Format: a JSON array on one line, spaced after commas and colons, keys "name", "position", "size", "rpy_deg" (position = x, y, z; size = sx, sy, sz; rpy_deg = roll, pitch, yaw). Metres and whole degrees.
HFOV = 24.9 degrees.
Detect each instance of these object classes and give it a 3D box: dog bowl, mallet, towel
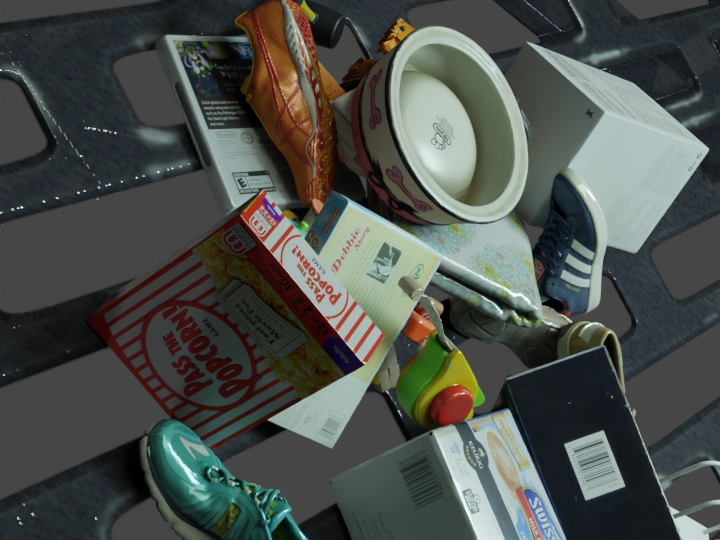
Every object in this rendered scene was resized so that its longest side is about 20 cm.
[{"name": "dog bowl", "position": [0.073, -0.133, 1.590], "size": [0.200, 0.074, 0.201], "rpy_deg": [19, 63, -41]}, {"name": "mallet", "position": [-0.071, -0.268, 1.607], "size": [0.041, 0.066, 0.200], "rpy_deg": [-68, 162, -2]}, {"name": "towel", "position": [0.093, -0.035, 1.664], "size": [0.199, 0.048, 0.172], "rpy_deg": [27, 33, -19]}]

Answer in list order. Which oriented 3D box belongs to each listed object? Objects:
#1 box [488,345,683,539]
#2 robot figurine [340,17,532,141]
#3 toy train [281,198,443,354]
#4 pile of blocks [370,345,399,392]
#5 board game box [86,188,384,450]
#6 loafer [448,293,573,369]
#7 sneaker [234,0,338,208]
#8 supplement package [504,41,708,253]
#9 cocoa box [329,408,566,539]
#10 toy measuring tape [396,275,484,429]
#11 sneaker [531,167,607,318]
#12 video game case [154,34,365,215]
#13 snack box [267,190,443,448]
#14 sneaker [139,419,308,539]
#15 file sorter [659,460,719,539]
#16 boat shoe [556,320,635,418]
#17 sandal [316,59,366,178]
[{"name": "box", "position": [0.209, 0.196, 1.555], "size": [0.104, 0.182, 0.201], "rpy_deg": [-18, 76, -7]}, {"name": "robot figurine", "position": [0.082, -0.165, 1.718], "size": [0.200, 0.145, 0.058], "rpy_deg": [40, 46, -10]}, {"name": "toy train", "position": [0.000, 0.000, 1.508], "size": [0.200, 0.056, 0.150], "rpy_deg": [32, 9, -32]}, {"name": "pile of blocks", "position": [-0.047, 0.063, 1.481], "size": [0.200, 0.082, 0.062], "rpy_deg": [35, -1, -42]}, {"name": "board game box", "position": [-0.102, 0.046, 1.298], "size": [0.152, 0.200, 0.046], "rpy_deg": [50, 38, -10]}, {"name": "loafer", "position": [0.174, 0.053, 1.725], "size": [0.200, 0.072, 0.063], "rpy_deg": [25, 41, -33]}, {"name": "sneaker", "position": [-0.070, -0.156, 1.560], "size": [0.073, 0.077, 0.201], "rpy_deg": [-11, 88, -73]}, {"name": "supplement package", "position": [0.250, -0.136, 1.832], "size": [0.200, 0.152, 0.151], "rpy_deg": [12, 28, -44]}, {"name": "cocoa box", "position": [0.090, 0.243, 1.437], "size": [0.131, 0.133, 0.201], "rpy_deg": [-8, 72, -52]}, {"name": "toy measuring tape", "position": [0.055, 0.085, 1.434], "size": [0.200, 0.073, 0.074], "rpy_deg": [60, 26, -48]}, {"name": "sneaker", "position": [0.209, -0.017, 1.734], "size": [0.084, 0.201, 0.075], "rpy_deg": [-23, 44, -15]}, {"name": "video game case", "position": [-0.095, -0.144, 1.588], "size": [0.200, 0.023, 0.182], "rpy_deg": [-8, 72, -50]}, {"name": "snack box", "position": [-0.025, 0.045, 1.413], "size": [0.116, 0.200, 0.037], "rpy_deg": [29, 3, -34]}, {"name": "sneaker", "position": [-0.095, 0.190, 1.306], "size": [0.200, 0.080, 0.078], "rpy_deg": [47, 38, -14]}, {"name": "file sorter", "position": [0.371, 0.321, 1.717], "size": [0.139, 0.124, 0.201], "rpy_deg": [31, 44, -33]}, {"name": "boat shoe", "position": [0.251, 0.153, 1.685], "size": [0.071, 0.076, 0.201], "rpy_deg": [-20, 104, -31]}, {"name": "sandal", "position": [-0.021, -0.175, 1.611], "size": [0.207, 0.059, 0.079], "rpy_deg": [48, 37, -4]}]
